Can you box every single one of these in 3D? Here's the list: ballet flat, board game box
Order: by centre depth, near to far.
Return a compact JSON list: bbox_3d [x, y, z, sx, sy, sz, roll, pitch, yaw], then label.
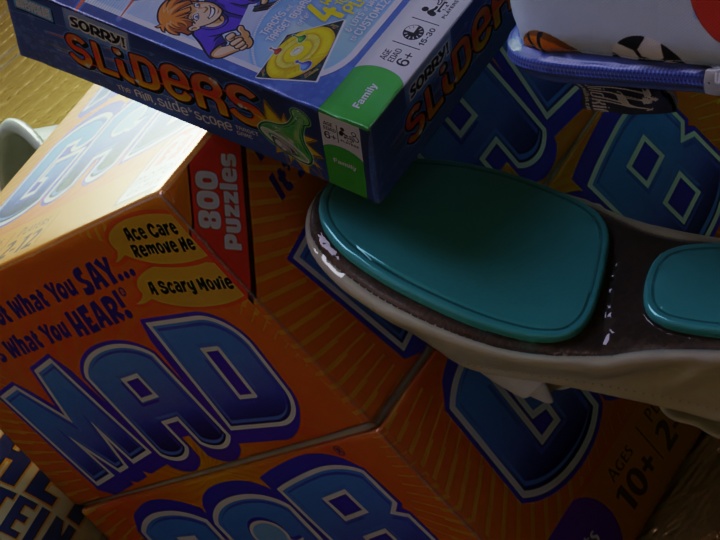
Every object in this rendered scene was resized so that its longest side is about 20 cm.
[{"bbox_3d":[0.078,0.018,0.774,0.198,0.070,0.070,13,44,18],"label":"ballet flat"},{"bbox_3d":[0.000,-0.120,0.816,0.135,0.035,0.200,22,56,23],"label":"board game box"},{"bbox_3d":[0.000,0.000,0.921,0.199,0.200,0.200,-20,28,54],"label":"board game box"}]

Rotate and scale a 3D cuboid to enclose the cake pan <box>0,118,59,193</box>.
[{"bbox_3d":[-0.110,0.020,1.174,0.037,0.202,0.200,-22,11,-17],"label":"cake pan"}]

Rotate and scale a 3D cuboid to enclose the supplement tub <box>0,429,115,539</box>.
[{"bbox_3d":[-0.151,0.104,1.005,0.144,0.144,0.201,-31,30,36],"label":"supplement tub"}]

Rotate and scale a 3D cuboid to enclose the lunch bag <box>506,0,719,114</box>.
[{"bbox_3d":[0.137,-0.106,0.743,0.159,0.076,0.200,7,30,31],"label":"lunch bag"}]
